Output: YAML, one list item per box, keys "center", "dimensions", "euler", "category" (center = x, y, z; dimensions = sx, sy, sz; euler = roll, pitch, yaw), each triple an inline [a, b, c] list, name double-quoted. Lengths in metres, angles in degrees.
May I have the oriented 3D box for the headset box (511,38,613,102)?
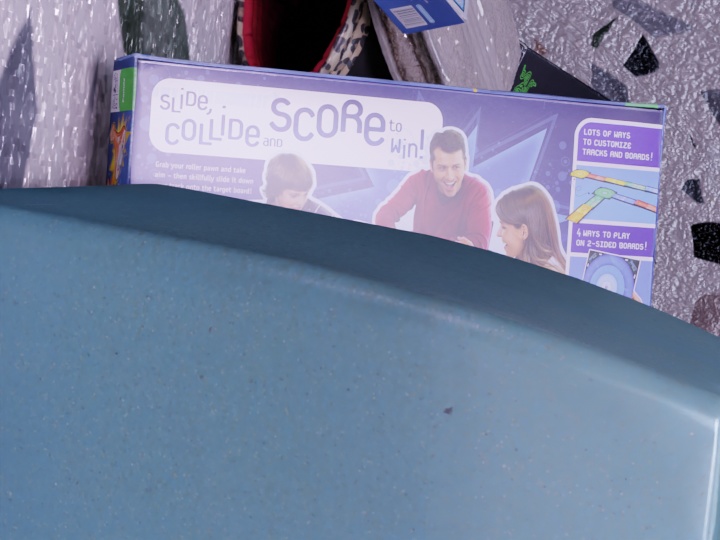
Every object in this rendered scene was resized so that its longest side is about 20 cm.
- center: [0.061, -0.069, 1.097]
  dimensions: [0.175, 0.093, 0.200]
  euler: [-60, 153, 7]
  category: "headset box"

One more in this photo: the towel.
- center: [0.040, -0.149, 0.869]
  dimensions: [0.133, 0.034, 0.200]
  euler: [-69, 146, -45]
  category: "towel"

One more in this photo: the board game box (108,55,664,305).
- center: [0.009, 0.001, 0.607]
  dimensions: [0.034, 0.199, 0.136]
  euler: [-171, -95, -69]
  category: "board game box"

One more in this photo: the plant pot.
- center: [0.000, 0.058, 0.454]
  dimensions: [0.141, 0.199, 0.142]
  euler: [-9, 105, -69]
  category: "plant pot"

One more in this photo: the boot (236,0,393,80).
- center: [-0.005, -0.153, 0.899]
  dimensions: [0.151, 0.073, 0.201]
  euler: [37, 66, -71]
  category: "boot"

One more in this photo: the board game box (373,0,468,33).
- center: [-0.006, -0.209, 0.716]
  dimensions: [0.200, 0.034, 0.136]
  euler: [39, 51, -52]
  category: "board game box"
